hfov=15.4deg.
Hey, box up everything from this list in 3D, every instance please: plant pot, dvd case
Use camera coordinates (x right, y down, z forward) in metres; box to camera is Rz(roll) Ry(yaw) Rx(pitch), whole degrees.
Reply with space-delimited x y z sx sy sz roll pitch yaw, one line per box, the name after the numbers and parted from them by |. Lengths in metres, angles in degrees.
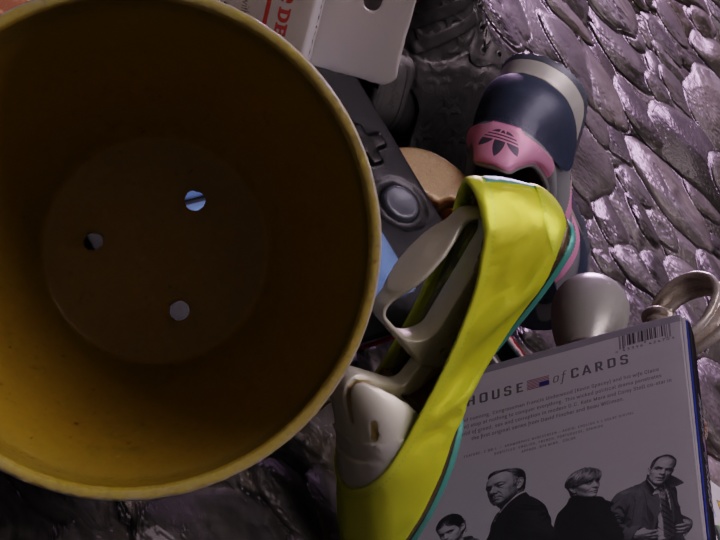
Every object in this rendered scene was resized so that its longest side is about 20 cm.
-0.091 -0.010 1.098 0.200 0.200 0.142 56 0 1 | plant pot
0.096 0.109 1.302 0.200 0.150 0.025 -86 157 -52 | dvd case

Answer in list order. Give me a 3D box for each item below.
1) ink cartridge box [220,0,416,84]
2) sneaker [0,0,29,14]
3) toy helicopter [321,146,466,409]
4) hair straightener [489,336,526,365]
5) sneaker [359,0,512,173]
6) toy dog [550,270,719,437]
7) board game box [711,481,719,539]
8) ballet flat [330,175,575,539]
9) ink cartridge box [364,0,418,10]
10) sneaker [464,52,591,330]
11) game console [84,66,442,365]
-0.071 -0.147 1.233 0.200 0.115 0.068 14 27 0 | ink cartridge box
-0.176 -0.090 1.110 0.071 0.080 0.200 55 13 26 | sneaker
0.000 0.000 1.334 0.132 0.079 0.200 46 45 -2 | toy helicopter
0.018 -0.012 1.430 0.200 0.041 0.077 59 25 5 | hair straightener
0.047 -0.131 1.492 0.104 0.200 0.060 14 6 -36 | sneaker
0.133 0.100 1.411 0.096 0.132 0.200 54 52 -36 | toy dog
0.212 0.196 1.527 0.200 0.040 0.153 36 32 -37 | board game box
0.025 0.044 1.230 0.067 0.200 0.067 25 8 -32 | ballet flat
-0.063 -0.221 1.412 0.145 0.145 0.200 4 57 -60 | ink cartridge box
0.083 -0.024 1.473 0.082 0.070 0.200 -57 153 -36 | sneaker
-0.055 -0.033 1.259 0.200 0.031 0.177 -16 73 -40 | game console
